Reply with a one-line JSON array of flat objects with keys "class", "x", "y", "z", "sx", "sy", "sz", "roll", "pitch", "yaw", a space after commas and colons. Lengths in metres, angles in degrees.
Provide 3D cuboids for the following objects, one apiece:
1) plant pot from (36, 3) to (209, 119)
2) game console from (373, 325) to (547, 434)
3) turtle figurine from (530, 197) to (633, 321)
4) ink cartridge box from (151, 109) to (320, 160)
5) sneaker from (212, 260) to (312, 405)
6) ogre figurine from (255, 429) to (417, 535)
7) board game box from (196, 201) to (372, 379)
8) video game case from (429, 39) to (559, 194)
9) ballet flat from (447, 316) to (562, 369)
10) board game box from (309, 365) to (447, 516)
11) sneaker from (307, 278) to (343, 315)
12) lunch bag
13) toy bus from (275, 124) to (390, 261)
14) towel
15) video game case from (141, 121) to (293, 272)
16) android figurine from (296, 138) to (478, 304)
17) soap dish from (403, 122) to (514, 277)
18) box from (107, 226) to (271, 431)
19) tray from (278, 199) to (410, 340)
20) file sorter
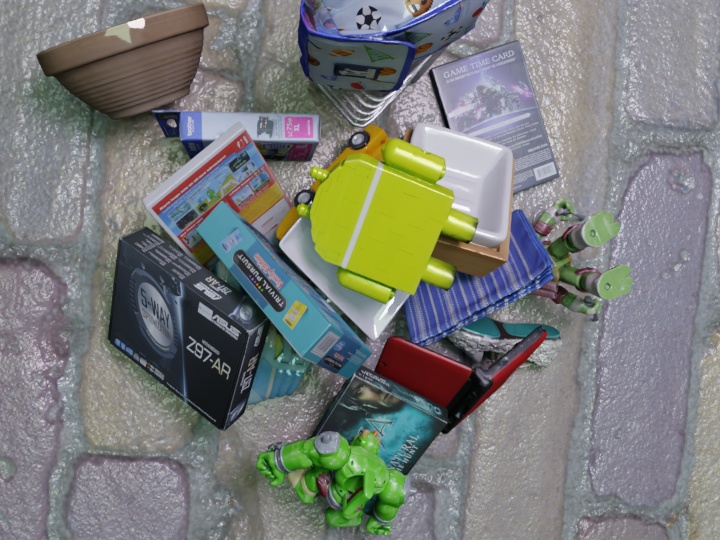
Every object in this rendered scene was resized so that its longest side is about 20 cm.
[{"class": "plant pot", "x": -0.264, "y": -0.239, "z": 0.776, "sx": 0.196, "sy": 0.201, "sz": 0.095, "roll": -20, "pitch": 113, "yaw": -9}, {"class": "game console", "x": 0.117, "y": 0.120, "z": 0.846, "sx": 0.171, "sy": 0.201, "sz": 0.119, "roll": -33, "pitch": 71, "yaw": -23}, {"class": "turtle figurine", "x": 0.293, "y": -0.021, "z": 0.871, "sx": 0.195, "sy": 0.194, "sz": 0.148, "roll": 16, "pitch": 86, "yaw": -13}, {"class": "ink cartridge box", "x": -0.152, "y": -0.166, "z": 0.823, "sx": 0.194, "sy": 0.119, "sz": 0.043, "roll": 1, "pitch": 88, "yaw": -10}, {"class": "sneaker", "x": -0.124, "y": 0.077, "z": 0.840, "sx": 0.127, "sy": 0.080, "sz": 0.205, "roll": -6, "pitch": 116, "yaw": -13}, {"class": "ogre figurine", "x": -0.016, "y": 0.257, "z": 0.800, "sx": 0.200, "sy": 0.098, "sz": 0.120, "roll": 47, "pitch": 127, "yaw": -3}, {"class": "board game box", "x": -0.085, "y": 0.027, "z": 0.755, "sx": 0.047, "sy": 0.151, "sz": 0.200, "roll": -44, "pitch": 65, "yaw": 0}, {"class": "video game case", "x": 0.192, "y": -0.208, "z": 0.937, "sx": 0.140, "sy": 0.019, "sz": 0.205, "roll": -19, "pitch": 93, "yaw": -10}, {"class": "ballet flat", "x": 0.189, "y": 0.102, "z": 0.917, "sx": 0.195, "sy": 0.072, "sz": 0.074, "roll": 11, "pitch": 89, "yaw": -10}, {"class": "board game box", "x": 0.007, "y": 0.225, "z": 0.850, "sx": 0.133, "sy": 0.028, "sz": 0.202, "roll": 26, "pitch": 118, "yaw": -7}, {"class": "sneaker", "x": 0.000, "y": 0.000, "z": 0.884, "sx": 0.199, "sy": 0.075, "sz": 0.082, "roll": -40, "pitch": 110, "yaw": -5}, {"class": "lunch bag", "x": 0.030, "y": -0.254, "z": 0.636, "sx": 0.197, "sy": 0.170, "sz": 0.126, "roll": -29, "pitch": 92, "yaw": -4}, {"class": "toy bus", "x": -0.022, "y": -0.092, "z": 0.853, "sx": 0.078, "sy": 0.065, "sz": 0.201, "roll": 34, "pitch": 76, "yaw": 35}, {"class": "towel", "x": 0.139, "y": 0.006, "z": 0.840, "sx": 0.197, "sy": 0.146, "sz": 0.024, "roll": -30, "pitch": 125, "yaw": 14}, {"class": "video game case", "x": -0.156, "y": -0.064, "z": 0.807, "sx": 0.142, "sy": 0.201, "sz": 0.017, "roll": -40, "pitch": 53, "yaw": -9}, {"class": "android figurine", "x": 0.026, "y": -0.053, "z": 0.737, "sx": 0.195, "sy": 0.041, "sz": 0.186, "roll": 20, "pitch": 112, "yaw": -2}, {"class": "soap dish", "x": 0.113, "y": -0.091, "z": 0.839, "sx": 0.153, "sy": 0.082, "sz": 0.203, "roll": 16, "pitch": 47, "yaw": 1}, {"class": "box", "x": -0.207, "y": 0.069, "z": 0.775, "sx": 0.198, "sy": 0.043, "sz": 0.163, "roll": 33, "pitch": 125, "yaw": 15}, {"class": "tray", "x": -0.010, "y": -0.011, "z": 0.817, "sx": 0.108, "sy": 0.022, "sz": 0.200, "roll": -50, "pitch": 125, "yaw": -9}, {"class": "file sorter", "x": 0.009, "y": -0.274, "z": 0.815, "sx": 0.124, "sy": 0.200, "sz": 0.139, "roll": -44, "pitch": 97, "yaw": -3}]
